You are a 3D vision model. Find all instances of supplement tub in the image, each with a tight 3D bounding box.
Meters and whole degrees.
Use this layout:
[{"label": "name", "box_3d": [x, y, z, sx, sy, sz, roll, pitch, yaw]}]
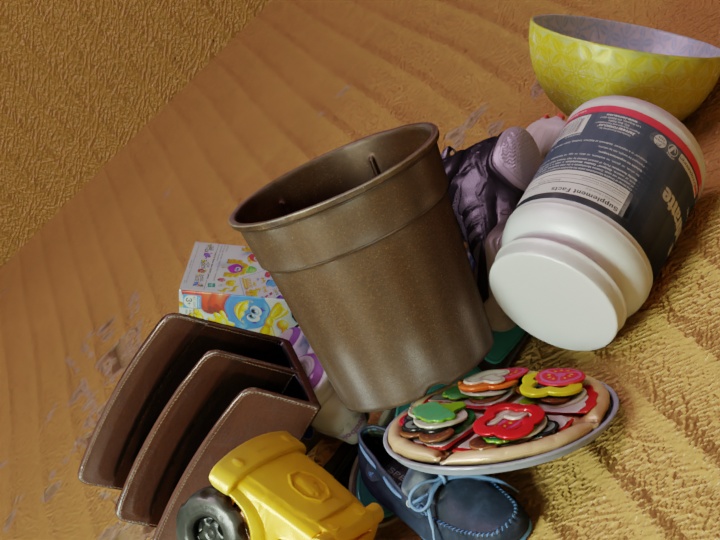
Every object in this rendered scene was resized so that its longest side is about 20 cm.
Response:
[{"label": "supplement tub", "box_3d": [0.211, -0.043, 1.520, 0.140, 0.140, 0.201, -17, 34, 52]}]

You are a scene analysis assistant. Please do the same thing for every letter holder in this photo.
[{"label": "letter holder", "box_3d": [-0.152, 0.153, 1.530, 0.201, 0.141, 0.101, -59, 35, 22]}]

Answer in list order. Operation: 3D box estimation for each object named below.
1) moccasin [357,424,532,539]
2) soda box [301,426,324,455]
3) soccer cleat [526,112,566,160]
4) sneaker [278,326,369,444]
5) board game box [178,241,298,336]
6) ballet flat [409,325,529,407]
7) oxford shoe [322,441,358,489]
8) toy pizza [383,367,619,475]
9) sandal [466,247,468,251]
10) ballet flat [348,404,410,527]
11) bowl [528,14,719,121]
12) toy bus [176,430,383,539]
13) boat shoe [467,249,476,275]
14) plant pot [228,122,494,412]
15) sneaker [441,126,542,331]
[{"label": "moccasin", "box_3d": [0.057, 0.183, 1.428, 0.080, 0.069, 0.199, -42, 33, -27]}, {"label": "soda box", "box_3d": [-0.077, 0.157, 1.713, 0.068, 0.064, 0.200, -36, 2, 20]}, {"label": "soccer cleat", "box_3d": [0.179, -0.112, 1.840, 0.078, 0.069, 0.200, -58, 16, -20]}, {"label": "sneaker", "box_3d": [-0.045, 0.115, 1.640, 0.075, 0.100, 0.200, -44, 18, 0]}, {"label": "board game box", "box_3d": [-0.088, 0.046, 1.830, 0.198, 0.104, 0.105, 5, 31, 4]}, {"label": "ballet flat", "box_3d": [0.101, 0.091, 1.596, 0.200, 0.067, 0.064, -50, 9, -30]}, {"label": "oxford shoe", "box_3d": [-0.067, 0.224, 1.600, 0.084, 0.073, 0.200, 36, 74, 27]}, {"label": "toy pizza", "box_3d": [0.114, 0.115, 1.418, 0.198, 0.032, 0.200, -11, 16, 3]}, {"label": "sandal", "box_3d": [0.107, -0.014, 1.786, 0.200, 0.057, 0.080, -24, 31, 43]}, {"label": "ballet flat", "box_3d": [0.032, 0.169, 1.586, 0.069, 0.070, 0.201, -25, 25, 42]}, {"label": "bowl", "box_3d": [0.257, -0.183, 1.713, 0.200, 0.198, 0.109, -117, 35, -69]}, {"label": "toy bus", "box_3d": [-0.058, 0.267, 1.437, 0.135, 0.191, 0.202, -21, -44, -59]}, {"label": "boat shoe", "box_3d": [0.182, -0.047, 1.670, 0.072, 0.072, 0.200, 30, 70, 38]}, {"label": "plant pot", "box_3d": [0.013, 0.003, 1.501, 0.199, 0.200, 0.200, -22, 15, 6]}, {"label": "sneaker", "box_3d": [0.108, -0.034, 1.609, 0.113, 0.075, 0.202, -7, 64, 32]}]
